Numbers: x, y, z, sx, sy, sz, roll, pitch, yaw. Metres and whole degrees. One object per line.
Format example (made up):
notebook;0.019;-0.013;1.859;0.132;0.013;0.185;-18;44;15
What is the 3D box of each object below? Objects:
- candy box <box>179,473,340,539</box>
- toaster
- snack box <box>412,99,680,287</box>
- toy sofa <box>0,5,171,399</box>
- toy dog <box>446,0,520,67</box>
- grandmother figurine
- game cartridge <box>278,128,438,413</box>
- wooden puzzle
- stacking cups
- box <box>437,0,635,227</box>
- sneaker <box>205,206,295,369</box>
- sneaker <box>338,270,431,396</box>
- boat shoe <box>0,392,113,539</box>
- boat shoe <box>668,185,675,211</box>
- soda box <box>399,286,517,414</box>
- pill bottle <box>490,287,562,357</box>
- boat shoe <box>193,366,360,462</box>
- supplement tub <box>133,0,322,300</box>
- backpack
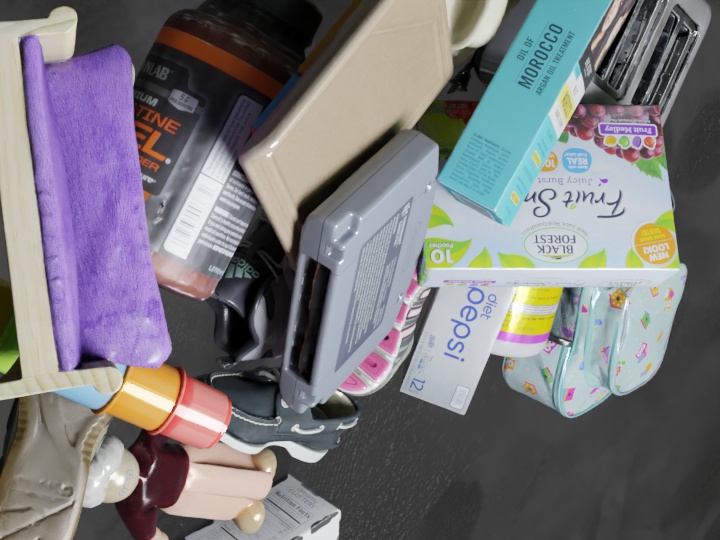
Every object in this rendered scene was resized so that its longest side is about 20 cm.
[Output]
candy box;-0.110;0.297;0.956;0.200;0.071;0.168;-26;129;-38
toaster;0.203;-0.206;0.990;0.181;0.119;0.200;19;96;-52
snack box;0.142;-0.060;0.885;0.053;0.199;0.143;111;-23;-72
toy sofa;-0.158;-0.034;0.603;0.097;0.083;0.201;-7;90;-14
toy dog;0.101;-0.238;0.837;0.200;0.139;0.194;-40;150;-28
grandmother figurine;-0.143;0.153;0.843;0.200;0.060;0.122;18;75;-55
game cartridge;0.000;0.000;0.791;0.133;0.041;0.200;-50;161;-40
wooden puzzle;-0.006;-0.105;0.707;0.185;0.037;0.200;-53;166;-13
stacking cups;-0.173;0.057;0.691;0.200;0.060;0.061;31;87;-32
box;0.130;-0.133;0.801;0.200;0.049;0.082;-61;165;2
sneaker;-0.065;-0.015;0.817;0.140;0.078;0.200;-15;122;-46
sneaker;0.023;0.023;0.954;0.087;0.074;0.200;95;17;-68
boat shoe;-0.199;0.094;0.736;0.073;0.065;0.200;26;72;-22
boat shoe;0.282;-0.105;1.188;0.200;0.065;0.072;31;88;-52
soda box;0.098;0.018;0.972;0.068;0.063;0.200;-67;177;-73
pill bottle;0.148;-0.028;1.041;0.104;0.104;0.200;-6;116;-48
boat shoe;-0.067;0.104;0.884;0.060;0.076;0.200;-42;156;11
supplement tub;-0.099;-0.090;0.710;0.107;0.107;0.200;28;88;-53
backpack;0.238;0.053;1.165;0.176;0.153;0.200;-18;131;-50
